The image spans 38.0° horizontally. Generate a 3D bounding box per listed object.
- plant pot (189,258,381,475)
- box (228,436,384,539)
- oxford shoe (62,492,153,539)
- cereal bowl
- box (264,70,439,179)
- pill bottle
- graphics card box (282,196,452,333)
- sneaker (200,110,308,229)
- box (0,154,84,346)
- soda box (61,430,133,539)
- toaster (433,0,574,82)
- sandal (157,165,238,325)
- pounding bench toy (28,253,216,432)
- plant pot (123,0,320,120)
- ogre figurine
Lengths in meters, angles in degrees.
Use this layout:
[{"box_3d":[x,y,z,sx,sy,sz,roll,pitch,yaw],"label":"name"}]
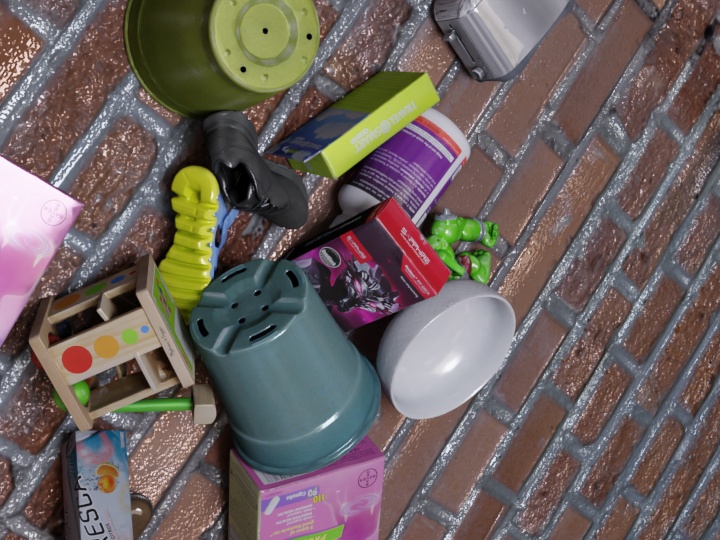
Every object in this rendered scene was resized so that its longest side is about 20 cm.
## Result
[{"box_3d":[-0.098,0.103,1.244,0.200,0.200,0.197,-39,132,-18],"label":"plant pot"},{"box_3d":[-0.072,0.318,1.354,0.175,0.097,0.201,-10,119,-28],"label":"box"},{"box_3d":[-0.328,0.348,1.257,0.200,0.084,0.073,-38,114,-20],"label":"oxford shoe"},{"box_3d":[0.099,0.090,1.350,0.199,0.083,0.201,-24,137,-24],"label":"cereal bowl"},{"box_3d":[-0.011,-0.180,1.311,0.200,0.122,0.048,-38,116,-18],"label":"box"},{"box_3d":[0.047,-0.112,1.363,0.112,0.112,0.200,43,78,-28],"label":"pill bottle"},{"box_3d":[0.000,0.000,1.301,0.126,0.199,0.051,51,46,-16],"label":"graphics card box"},{"box_3d":[-0.127,-0.098,1.249,0.076,0.091,0.200,-21,140,21],"label":"sneaker"},{"box_3d":[-0.430,-0.035,1.118,0.176,0.097,0.201,33,83,-30],"label":"box"},{"box_3d":[-0.304,0.290,1.210,0.063,0.068,0.201,4,62,-31],"label":"soda box"},{"box_3d":[0.193,-0.358,1.399,0.129,0.113,0.200,45,79,-26],"label":"toaster"},{"box_3d":[-0.192,-0.028,1.270,0.087,0.079,0.201,-16,125,-65],"label":"sandal"},{"box_3d":[-0.271,0.115,1.200,0.155,0.124,0.201,-24,112,-1],"label":"pounding bench toy"},{"box_3d":[-0.144,-0.268,1.179,0.199,0.193,0.202,-6,102,-28],"label":"plant pot"},{"box_3d":[0.117,0.001,1.435,0.200,0.098,0.120,-49,130,1],"label":"ogre figurine"}]
